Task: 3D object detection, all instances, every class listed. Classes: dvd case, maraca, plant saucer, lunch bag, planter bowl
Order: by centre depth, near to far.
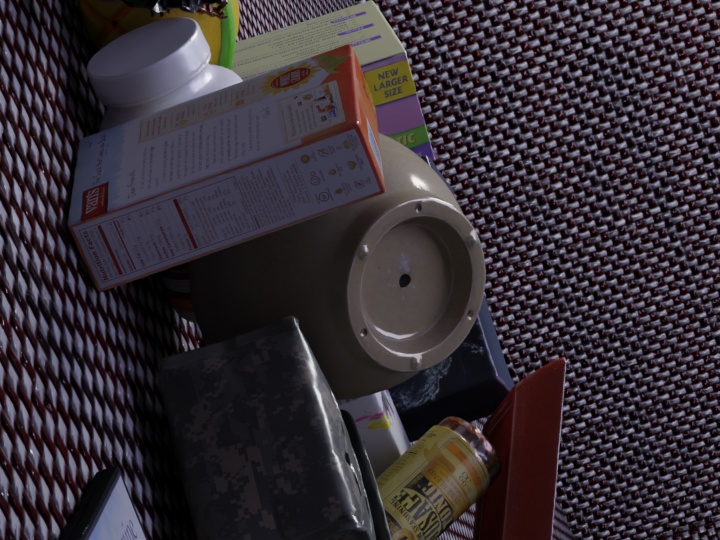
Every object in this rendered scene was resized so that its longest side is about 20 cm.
[{"bbox_3d":[-0.116,0.221,1.345,0.143,0.017,0.201,-74,144,-76],"label":"dvd case"},{"bbox_3d":[-0.047,0.157,1.594,0.200,0.117,0.164,72,1,-57],"label":"lunch bag"},{"bbox_3d":[0.000,0.000,1.659,0.135,0.200,0.201,15,-46,53],"label":"planter bowl"},{"bbox_3d":[-0.143,-0.178,1.776,0.107,0.137,0.201,-34,117,-41],"label":"maraca"},{"bbox_3d":[0.116,0.182,1.857,0.200,0.037,0.201,113,-15,-74],"label":"plant saucer"}]

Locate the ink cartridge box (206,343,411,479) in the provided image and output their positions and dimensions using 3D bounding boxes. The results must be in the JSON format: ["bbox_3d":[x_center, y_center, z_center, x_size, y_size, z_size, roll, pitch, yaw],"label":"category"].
[{"bbox_3d":[-0.030,0.126,1.837,0.068,0.115,0.201,-95,165,-61],"label":"ink cartridge box"}]

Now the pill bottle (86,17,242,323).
[{"bbox_3d":[-0.116,-0.071,1.714,0.113,0.113,0.201,-94,163,-63],"label":"pill bottle"}]

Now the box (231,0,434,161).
[{"bbox_3d":[-0.046,-0.136,2.020,0.200,0.175,0.097,-114,-173,-71],"label":"box"}]

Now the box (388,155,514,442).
[{"bbox_3d":[0.001,0.040,1.955,0.117,0.199,0.197,48,24,-71],"label":"box"}]

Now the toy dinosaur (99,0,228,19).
[{"bbox_3d":[-0.160,-0.221,1.638,0.200,0.135,0.103,-6,95,-49],"label":"toy dinosaur"}]

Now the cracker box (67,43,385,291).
[{"bbox_3d":[-0.087,-0.068,1.579,0.134,0.199,0.058,-94,165,-62],"label":"cracker box"}]

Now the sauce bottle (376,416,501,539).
[{"bbox_3d":[0.019,0.191,1.773,0.066,0.200,0.066,37,-25,21],"label":"sauce bottle"}]
